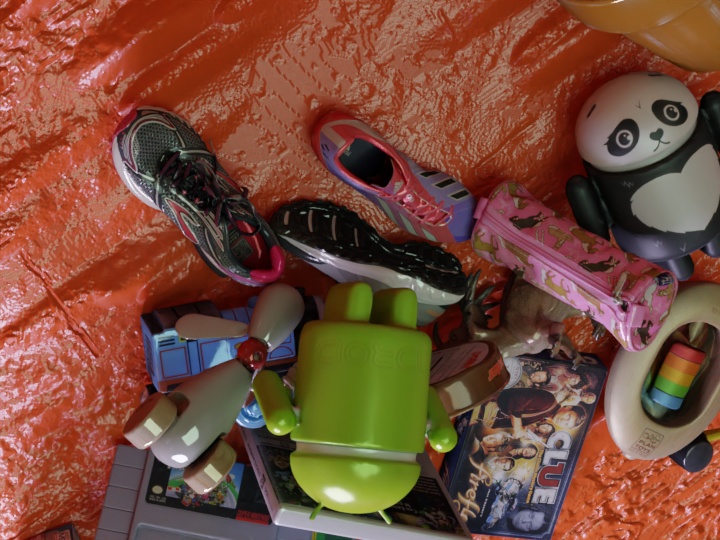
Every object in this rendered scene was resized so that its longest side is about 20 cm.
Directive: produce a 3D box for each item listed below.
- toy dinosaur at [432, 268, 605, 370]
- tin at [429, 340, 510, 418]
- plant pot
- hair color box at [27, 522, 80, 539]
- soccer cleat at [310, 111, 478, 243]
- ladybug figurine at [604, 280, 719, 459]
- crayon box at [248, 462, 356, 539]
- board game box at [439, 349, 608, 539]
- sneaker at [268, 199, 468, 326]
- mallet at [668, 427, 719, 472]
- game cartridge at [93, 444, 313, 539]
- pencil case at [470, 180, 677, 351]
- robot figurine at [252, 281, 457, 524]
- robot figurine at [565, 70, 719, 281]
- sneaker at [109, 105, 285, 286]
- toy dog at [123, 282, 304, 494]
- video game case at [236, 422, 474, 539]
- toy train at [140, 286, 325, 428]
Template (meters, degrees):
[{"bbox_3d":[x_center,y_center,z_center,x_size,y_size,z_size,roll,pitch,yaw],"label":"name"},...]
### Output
[{"bbox_3d":[0.164,0.026,1.664,0.200,0.135,0.086,-48,152,-27],"label":"toy dinosaur"},{"bbox_3d":[0.045,0.113,1.611,0.198,0.112,0.042,-16,107,31],"label":"tin"},{"bbox_3d":[0.278,-0.274,1.521,0.201,0.200,0.183,-49,133,7],"label":"plant pot"},{"bbox_3d":[-0.264,0.354,1.650,0.060,0.100,0.202,-20,117,-5],"label":"hair color box"},{"bbox_3d":[0.038,-0.076,1.578,0.199,0.077,0.067,34,99,-27],"label":"soccer cleat"},{"bbox_3d":[0.310,0.097,1.744,0.135,0.072,0.201,24,101,-24],"label":"ladybug figurine"},{"bbox_3d":[-0.115,0.266,1.685,0.199,0.058,0.120,-30,119,-4],"label":"crayon box"},{"bbox_3d":[0.158,0.174,1.750,0.134,0.035,0.202,8,110,-21],"label":"board game box"},{"bbox_3d":[0.000,0.000,1.603,0.198,0.074,0.080,24,128,-20],"label":"sneaker"},{"bbox_3d":[0.407,0.170,1.813,0.197,0.066,0.042,-6,118,-16],"label":"mallet"},{"bbox_3d":[-0.143,0.237,1.601,0.197,0.038,0.131,10,71,2],"label":"game cartridge"},{"bbox_3d":[0.192,-0.006,1.580,0.083,0.199,0.087,-40,146,-26],"label":"pencil case"},{"bbox_3d":[0.000,0.113,1.468,0.173,0.115,0.203,7,84,-23],"label":"robot figurine"},{"bbox_3d":[0.279,-0.089,1.624,0.151,0.124,0.201,-55,128,-40],"label":"robot figurine"},{"bbox_3d":[-0.136,-0.067,1.517,0.081,0.074,0.200,-50,116,-11],"label":"sneaker"},{"bbox_3d":[-0.128,0.104,1.519,0.199,0.096,0.133,-32,103,-27],"label":"toy dog"},{"bbox_3d":[-0.009,0.194,1.619,0.198,0.182,0.024,14,112,-23],"label":"video game case"},{"bbox_3d":[-0.108,0.081,1.595,0.197,0.087,0.116,-10,109,-14],"label":"toy train"}]
